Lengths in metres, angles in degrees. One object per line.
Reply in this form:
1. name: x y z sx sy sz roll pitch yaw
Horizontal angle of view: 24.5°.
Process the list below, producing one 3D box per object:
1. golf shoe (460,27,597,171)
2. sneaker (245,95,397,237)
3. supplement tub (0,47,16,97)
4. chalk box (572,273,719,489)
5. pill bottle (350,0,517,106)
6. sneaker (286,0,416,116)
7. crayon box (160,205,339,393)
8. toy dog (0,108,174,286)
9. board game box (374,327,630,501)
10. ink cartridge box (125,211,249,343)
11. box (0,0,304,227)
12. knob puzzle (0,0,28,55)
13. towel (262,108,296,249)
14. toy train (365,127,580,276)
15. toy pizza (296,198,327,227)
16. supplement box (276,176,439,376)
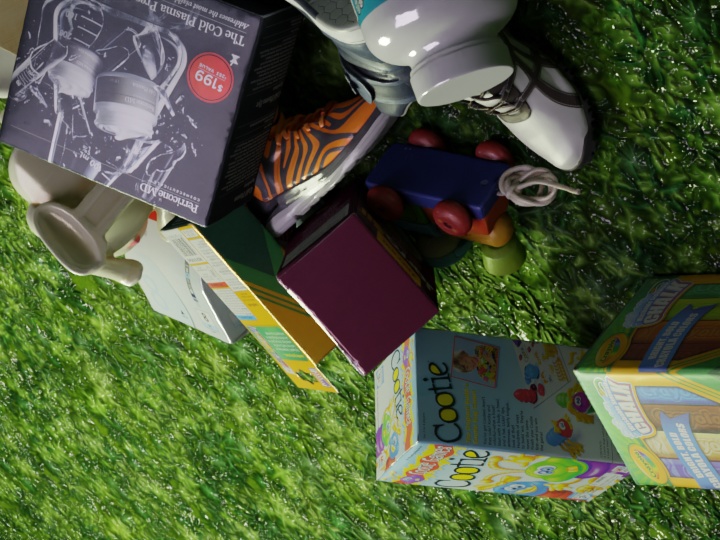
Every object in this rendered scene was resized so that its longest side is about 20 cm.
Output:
1. golf shoe: 0.097 -0.142 1.236 0.200 0.095 0.078 52 146 -15
2. sneaker: -0.054 -0.118 1.410 0.112 0.078 0.200 47 126 -4
3. supplement tub: -0.350 -0.269 1.508 0.200 0.144 0.145 47 152 27
4. chalk box: 0.259 0.085 1.285 0.200 0.125 0.124 -3 126 48
5. pill bottle: 0.040 -0.217 1.129 0.111 0.110 0.201 -33 74 57
6. sneaker: -0.010 -0.204 1.296 0.146 0.077 0.202 41 -171 -49
7. crayon box: -0.086 0.019 1.500 0.200 0.052 0.126 50 164 -12
8. toy dog: -0.265 -0.067 1.595 0.193 0.140 0.200 29 172 5
9. board game box: 0.122 0.125 1.406 0.199 0.105 0.103 8 153 -17
10. ink cartridge box: -0.201 -0.027 1.711 0.160 0.047 0.200 20 145 51
11. box: -0.170 -0.162 1.353 0.199 0.104 0.183 22 113 12
12. knob puzzle: -0.246 -0.258 1.410 0.030 0.219 0.220 52 166 55
13. towel: -0.120 -0.112 1.528 0.144 0.023 0.201 15 122 39
14. toy train: 0.109 -0.040 1.358 0.200 0.085 0.116 15 148 38
15. toy pizza: -0.067 -0.031 1.600 0.200 0.032 0.201 29 146 22
16. supplement box: 0.000 0.000 1.413 0.110 0.086 0.200 49 -172 -8
